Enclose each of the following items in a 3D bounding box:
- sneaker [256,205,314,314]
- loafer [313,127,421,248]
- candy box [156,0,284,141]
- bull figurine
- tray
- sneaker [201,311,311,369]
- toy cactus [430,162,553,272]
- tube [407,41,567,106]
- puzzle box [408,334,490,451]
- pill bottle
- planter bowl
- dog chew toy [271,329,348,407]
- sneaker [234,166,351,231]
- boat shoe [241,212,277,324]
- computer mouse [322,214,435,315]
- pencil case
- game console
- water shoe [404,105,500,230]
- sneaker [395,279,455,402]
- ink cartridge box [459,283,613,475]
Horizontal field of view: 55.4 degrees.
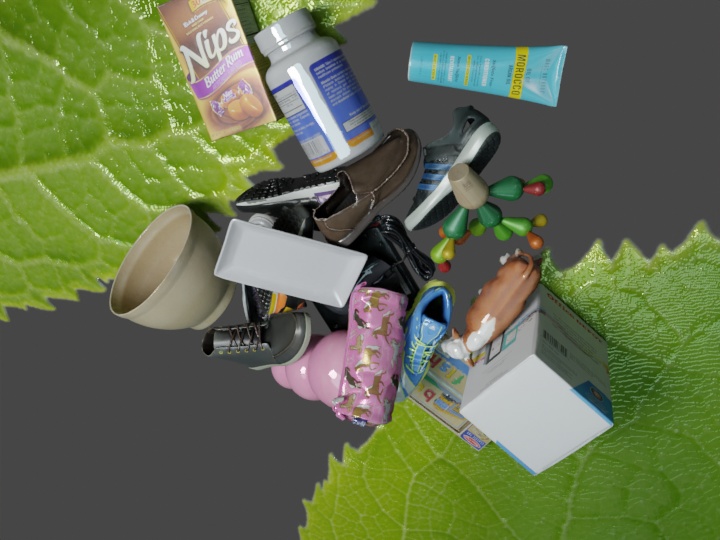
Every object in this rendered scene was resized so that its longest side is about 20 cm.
[{"bbox_3d":[-0.094,-0.016,1.053,0.090,0.070,0.201,-1,131,-32],"label":"sneaker"},{"bbox_3d":[0.008,-0.122,0.961,0.200,0.073,0.071,-53,135,2],"label":"loafer"},{"bbox_3d":[-0.195,-0.300,0.986,0.116,0.056,0.201,-12,110,22],"label":"candy box"},{"bbox_3d":[0.196,0.050,1.000,0.065,0.121,0.200,36,120,-2],"label":"bull figurine"},{"bbox_3d":[-0.099,-0.012,0.981,0.199,0.022,0.108,15,127,-16],"label":"tray"},{"bbox_3d":[-0.165,0.110,1.071,0.106,0.075,0.200,15,149,-35],"label":"sneaker"},{"bbox_3d":[0.168,-0.079,0.940,0.199,0.103,0.165,-27,137,20],"label":"toy cactus"},{"bbox_3d":[0.164,-0.265,0.903,0.199,0.050,0.078,8,125,7],"label":"tube"},{"bbox_3d":[0.161,0.201,1.140,0.200,0.025,0.133,37,120,-3],"label":"puzzle box"},{"bbox_3d":[-0.059,-0.247,0.938,0.112,0.112,0.200,-22,107,25],"label":"pill bottle"},{"bbox_3d":[-0.287,0.014,1.106,0.200,0.201,0.135,-31,131,27],"label":"planter bowl"},{"bbox_3d":[-0.063,0.157,1.105,0.199,0.125,0.125,-2,116,37],"label":"dog chew toy"},{"bbox_3d":[-0.095,-0.094,1.048,0.199,0.076,0.088,-6,119,19],"label":"sneaker"},{"bbox_3d":[-0.165,0.006,1.118,0.072,0.069,0.201,15,119,9],"label":"boat shoe"},{"bbox_3d":[0.000,0.000,1.033,0.199,0.046,0.141,-23,120,24],"label":"computer mouse"},{"bbox_3d":[0.016,0.121,0.987,0.083,0.086,0.201,4,81,33],"label":"pencil case"},{"bbox_3d":[0.006,0.037,1.108,0.176,0.031,0.200,-26,106,23],"label":"game console"},{"bbox_3d":[0.118,-0.143,0.973,0.079,0.071,0.200,53,126,21],"label":"water shoe"},{"bbox_3d":[0.081,0.104,1.019,0.075,0.105,0.201,22,87,4],"label":"sneaker"},{"bbox_3d":[0.255,0.150,0.986,0.147,0.200,0.146,41,121,-5],"label":"ink cartridge box"}]
